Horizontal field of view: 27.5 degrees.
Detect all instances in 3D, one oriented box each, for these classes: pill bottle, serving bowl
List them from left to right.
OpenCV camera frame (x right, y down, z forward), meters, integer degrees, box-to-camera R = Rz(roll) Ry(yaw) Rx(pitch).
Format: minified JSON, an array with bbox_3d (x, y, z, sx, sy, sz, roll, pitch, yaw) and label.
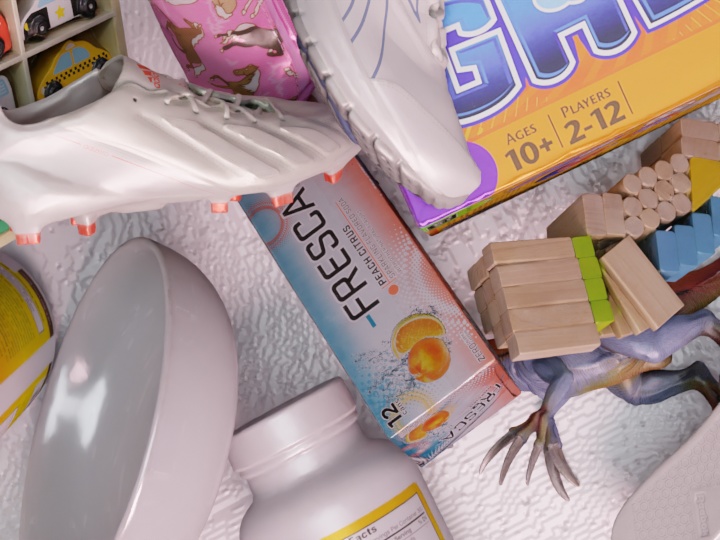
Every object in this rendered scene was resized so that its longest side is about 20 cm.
[{"bbox_3d":[-0.228,0.053,0.749,0.108,0.200,0.111,0,100,1],"label":"pill bottle"},{"bbox_3d":[-0.113,0.088,0.766,0.065,0.200,0.202,17,93,-25],"label":"serving bowl"},{"bbox_3d":[0.002,0.164,0.783,0.103,0.104,0.202,-27,89,4],"label":"pill bottle"}]

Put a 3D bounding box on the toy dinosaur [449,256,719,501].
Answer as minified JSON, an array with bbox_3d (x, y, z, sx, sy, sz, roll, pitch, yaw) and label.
[{"bbox_3d":[0.115,0.053,0.816,0.179,0.105,0.202,12,58,12],"label":"toy dinosaur"}]

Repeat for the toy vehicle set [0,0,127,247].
[{"bbox_3d":[-0.186,-0.071,0.694,0.026,0.200,0.126,15,125,32],"label":"toy vehicle set"}]

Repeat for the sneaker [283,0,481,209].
[{"bbox_3d":[0.005,-0.122,0.603,0.086,0.075,0.202,-26,89,0],"label":"sneaker"}]

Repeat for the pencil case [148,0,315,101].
[{"bbox_3d":[-0.080,-0.163,0.721,0.082,0.201,0.087,-21,48,5],"label":"pencil case"}]

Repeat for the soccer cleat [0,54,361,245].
[{"bbox_3d":[-0.088,-0.067,0.704,0.198,0.069,0.079,-12,108,-23],"label":"soccer cleat"}]

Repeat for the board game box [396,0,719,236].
[{"bbox_3d":[0.079,-0.151,0.731,0.198,0.200,0.202,-25,88,4],"label":"board game box"}]

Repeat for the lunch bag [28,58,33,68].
[{"bbox_3d":[-0.232,-0.108,0.759,0.131,0.200,0.138,17,94,21],"label":"lunch bag"}]

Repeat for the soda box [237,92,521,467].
[{"bbox_3d":[0.000,0.000,0.769,0.068,0.064,0.201,-35,62,3],"label":"soda box"}]

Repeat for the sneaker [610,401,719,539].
[{"bbox_3d":[0.226,0.096,0.765,0.200,0.099,0.071,-46,56,25],"label":"sneaker"}]

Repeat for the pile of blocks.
[{"bbox_3d":[0.136,-0.007,0.775,0.199,0.062,0.082,-33,82,-26],"label":"pile of blocks"}]
